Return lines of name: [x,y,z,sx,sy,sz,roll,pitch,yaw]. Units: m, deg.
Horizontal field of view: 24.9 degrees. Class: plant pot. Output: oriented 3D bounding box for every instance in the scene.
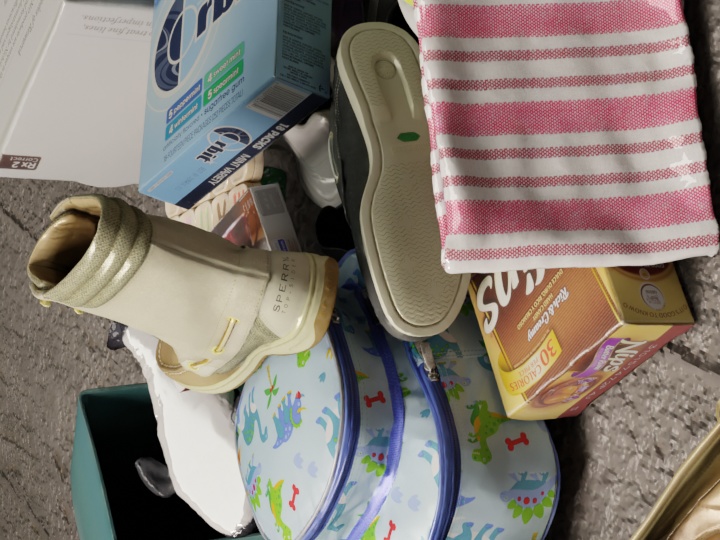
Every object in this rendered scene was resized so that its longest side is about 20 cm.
plant pot: [-0.151,0.199,1.276,0.200,0.141,0.142,113,145,-49]

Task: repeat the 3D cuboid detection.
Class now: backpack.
backpack: [0.015,0.108,0.983,0.183,0.146,0.200,-63,39,36]

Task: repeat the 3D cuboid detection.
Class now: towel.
towel: [0.105,-0.100,0.849,0.030,0.146,0.201,97,167,-80]

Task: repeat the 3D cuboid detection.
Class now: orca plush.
orca plush: [-0.119,0.114,1.201,0.200,0.071,0.105,41,95,28]

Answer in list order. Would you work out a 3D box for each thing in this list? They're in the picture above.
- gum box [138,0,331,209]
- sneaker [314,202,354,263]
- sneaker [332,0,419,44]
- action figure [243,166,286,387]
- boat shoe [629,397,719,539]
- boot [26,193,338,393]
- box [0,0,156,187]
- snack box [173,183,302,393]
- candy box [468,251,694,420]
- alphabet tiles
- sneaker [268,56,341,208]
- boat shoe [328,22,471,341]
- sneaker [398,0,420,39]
gum box: [-0.083,-0.166,1.082,0.170,0.044,0.201,-32,47,46]
sneaker: [0.000,0.000,1.074,0.075,0.084,0.200,59,137,42]
sneaker: [0.041,-0.222,1.049,0.088,0.076,0.200,46,132,31]
action figure: [-0.063,0.017,1.168,0.118,0.055,0.201,43,142,49]
boat shoe: [0.189,0.103,0.775,0.200,0.062,0.073,-64,38,34]
boot: [-0.120,0.014,0.948,0.200,0.154,0.072,-25,53,59]
box: [-0.184,-0.176,1.278,0.200,0.198,0.131,-54,46,43]
snack box: [-0.090,0.016,1.087,0.200,0.024,0.072,-42,64,56]
candy box: [0.106,-0.030,0.927,0.117,0.056,0.201,-48,51,47]
alphabet tiles: [-0.108,-0.049,1.169,0.200,0.015,0.196,165,104,-67]
sneaker: [-0.047,-0.128,1.138,0.200,0.078,0.100,39,155,44]
boat shoe: [0.020,-0.046,0.962,0.068,0.072,0.201,125,140,-56]
sneaker: [0.078,-0.205,0.919,0.105,0.076,0.201,-39,32,39]
